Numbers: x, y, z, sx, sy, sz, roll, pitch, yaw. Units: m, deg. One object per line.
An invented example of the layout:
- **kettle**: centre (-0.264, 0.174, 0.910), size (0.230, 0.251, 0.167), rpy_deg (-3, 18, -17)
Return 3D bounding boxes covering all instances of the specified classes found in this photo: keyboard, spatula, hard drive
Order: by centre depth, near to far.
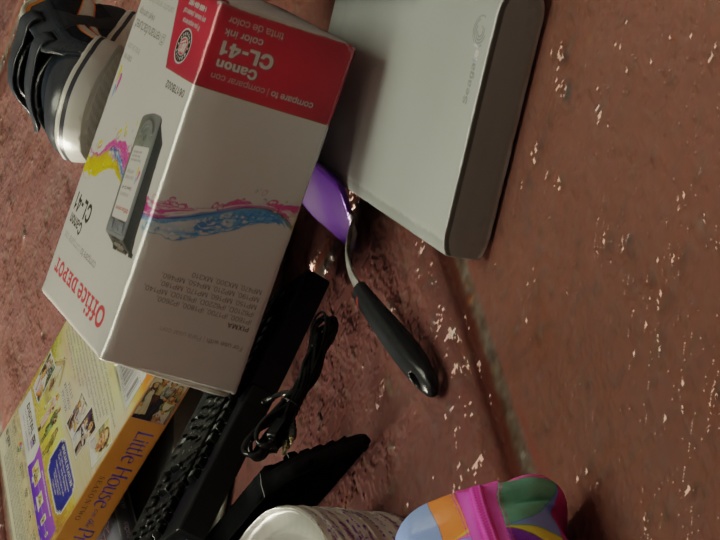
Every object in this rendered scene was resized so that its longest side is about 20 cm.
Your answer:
- **hard drive**: centre (0.027, -0.096, 1.111), size (0.200, 0.026, 0.132), rpy_deg (-142, 63, -63)
- **spatula**: centre (0.000, 0.000, 1.132), size (0.200, 0.020, 0.057), rpy_deg (-118, 11, -45)
- **keyboard**: centre (-0.062, 0.071, 1.145), size (0.127, 0.021, 0.200), rpy_deg (-29, 26, 40)
- **keyboard**: centre (-0.077, 0.141, 1.171), size (0.040, 0.104, 0.200), rpy_deg (56, 140, 16)

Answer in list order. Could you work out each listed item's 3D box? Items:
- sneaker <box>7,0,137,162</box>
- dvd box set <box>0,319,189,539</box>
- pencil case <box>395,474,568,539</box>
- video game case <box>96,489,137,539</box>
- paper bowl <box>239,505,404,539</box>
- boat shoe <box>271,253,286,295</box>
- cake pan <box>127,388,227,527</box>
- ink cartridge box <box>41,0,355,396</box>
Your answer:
- **sneaker**: centre (-0.185, -0.121, 1.333), size (0.200, 0.079, 0.079), rpy_deg (-78, 3, -73)
- **dvd box set**: centre (-0.172, 0.089, 1.360), size (0.200, 0.029, 0.146), rpy_deg (-58, 32, 27)
- **pencil case**: centre (0.074, 0.173, 0.864), size (0.089, 0.088, 0.200), rpy_deg (-65, 30, 33)
- **video game case**: centre (-0.181, 0.184, 1.401), size (0.200, 0.019, 0.143), rpy_deg (-112, 38, -49)
- **paper bowl**: centre (-0.035, 0.217, 1.064), size (0.201, 0.104, 0.201), rpy_deg (-174, 90, -66)
- **boat shoe**: centre (-0.087, -0.034, 1.279), size (0.072, 0.076, 0.201), rpy_deg (175, 101, -65)
- **cake pan**: centre (-0.135, 0.121, 1.386), size (0.200, 0.037, 0.201), rpy_deg (149, 125, -59)
- **ink cartridge box**: centre (-0.091, -0.052, 1.164), size (0.200, 0.085, 0.148), rpy_deg (-69, 25, 7)
